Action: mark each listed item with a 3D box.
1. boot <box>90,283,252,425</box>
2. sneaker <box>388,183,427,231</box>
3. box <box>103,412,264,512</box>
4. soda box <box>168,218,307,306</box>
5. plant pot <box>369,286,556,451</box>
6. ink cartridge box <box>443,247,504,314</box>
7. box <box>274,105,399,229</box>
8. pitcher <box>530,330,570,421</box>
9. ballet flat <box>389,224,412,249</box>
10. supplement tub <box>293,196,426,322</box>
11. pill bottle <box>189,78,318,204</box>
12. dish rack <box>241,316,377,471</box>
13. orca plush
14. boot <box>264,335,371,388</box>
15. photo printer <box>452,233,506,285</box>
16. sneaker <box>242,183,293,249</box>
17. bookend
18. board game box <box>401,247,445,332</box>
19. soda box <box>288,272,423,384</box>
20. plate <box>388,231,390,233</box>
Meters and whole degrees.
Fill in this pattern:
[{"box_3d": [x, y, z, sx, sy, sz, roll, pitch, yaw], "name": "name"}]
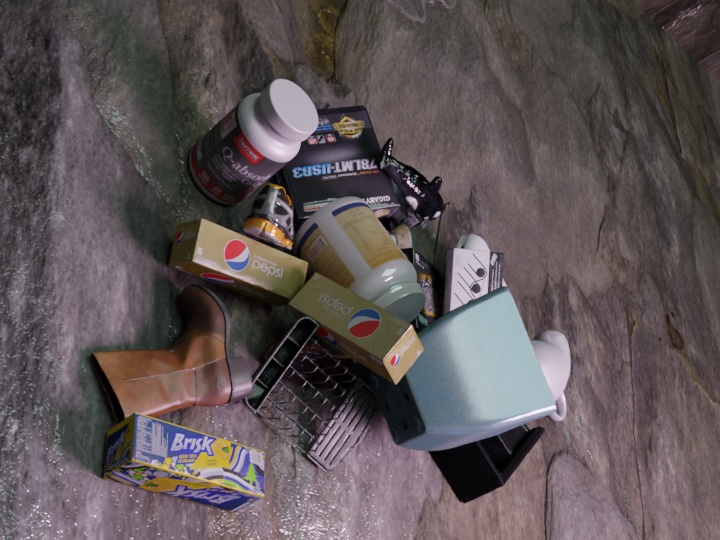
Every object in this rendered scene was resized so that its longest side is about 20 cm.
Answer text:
[{"box_3d": [-0.263, 0.108, 1.358, 0.198, 0.068, 0.190, -7, 65, -37], "name": "boot"}, {"box_3d": [0.051, -0.129, 1.867, 0.199, 0.075, 0.116, 2, 60, -52], "name": "sneaker"}, {"box_3d": [-0.216, 0.242, 1.284, 0.199, 0.070, 0.065, 26, 47, -35], "name": "box"}, {"box_3d": [-0.174, -0.009, 1.498, 0.198, 0.067, 0.065, 22, 70, -38], "name": "soda box"}, {"box_3d": [0.133, 0.166, 1.529, 0.198, 0.196, 0.199, -17, 78, -28], "name": "plant pot"}, {"box_3d": [0.190, 0.067, 1.747, 0.093, 0.044, 0.203, 6, 84, -11], "name": "ink cartridge box"}, {"box_3d": [-0.053, -0.178, 1.752, 0.197, 0.050, 0.201, -9, 69, -27], "name": "box"}, {"box_3d": [0.340, 0.212, 1.927, 0.199, 0.120, 0.174, -16, 90, -64], "name": "pitcher"}, {"box_3d": [0.048, -0.011, 1.745, 0.067, 0.068, 0.202, 26, 44, -26], "name": "ballet flat"}, {"box_3d": [0.000, 0.000, 1.621, 0.143, 0.145, 0.201, -4, 51, -50], "name": "supplement tub"}, {"box_3d": [-0.163, -0.196, 1.566, 0.115, 0.199, 0.117, 28, 44, -31], "name": "pill bottle"}, {"box_3d": [-0.064, 0.182, 1.468, 0.200, 0.054, 0.154, 44, 71, -18], "name": "dish rack"}, {"box_3d": [0.106, -0.161, 1.804, 0.201, 0.070, 0.106, 52, 23, -35], "name": "orca plush"}, {"box_3d": [-0.070, 0.121, 1.569, 0.198, 0.075, 0.097, 16, 29, -34], "name": "boot"}, {"box_3d": [0.215, 0.047, 1.877, 0.201, 0.069, 0.168, 59, 31, -37], "name": "photo printer"}, {"box_3d": [-0.130, -0.080, 1.550, 0.077, 0.200, 0.078, 17, 87, -4], "name": "sneaker"}, {"box_3d": [0.192, 0.248, 1.733, 0.200, 0.092, 0.199, 57, 35, 1], "name": "bookend"}, {"box_3d": [0.113, 0.055, 1.750, 0.200, 0.028, 0.137, 37, 48, -63], "name": "board game box"}, {"box_3d": [-0.009, 0.079, 1.465, 0.068, 0.199, 0.064, -48, 140, -17], "name": "soda box"}, {"box_3d": [0.052, 0.020, 1.801, 0.199, 0.025, 0.202, 30, 43, -33], "name": "plate"}]
